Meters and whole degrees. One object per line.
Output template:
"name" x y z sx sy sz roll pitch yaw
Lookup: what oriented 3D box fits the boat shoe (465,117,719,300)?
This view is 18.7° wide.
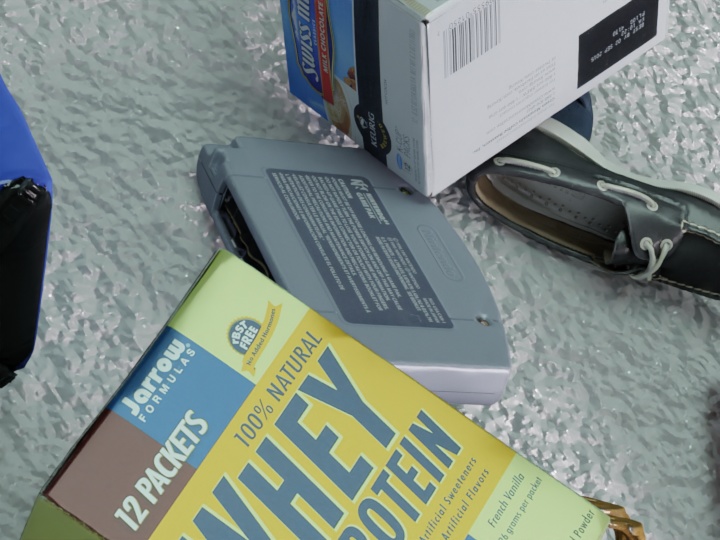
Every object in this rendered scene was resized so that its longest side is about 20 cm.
"boat shoe" 0.155 -0.027 1.302 0.199 0.074 0.061 30 44 -1

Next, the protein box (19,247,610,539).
"protein box" -0.035 0.132 0.938 0.198 0.200 0.135 35 61 1

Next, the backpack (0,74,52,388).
"backpack" -0.260 -0.017 0.993 0.198 0.163 0.168 -16 52 -24

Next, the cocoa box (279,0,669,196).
"cocoa box" 0.066 -0.166 1.256 0.199 0.134 0.131 -34 53 -26

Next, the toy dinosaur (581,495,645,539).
"toy dinosaur" 0.124 0.174 1.104 0.199 0.107 0.060 10 5 -38

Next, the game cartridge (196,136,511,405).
"game cartridge" 0.000 0.000 1.182 0.132 0.041 0.201 1 38 -26

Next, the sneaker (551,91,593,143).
"sneaker" 0.117 -0.162 1.387 0.074 0.085 0.201 9 49 -24
